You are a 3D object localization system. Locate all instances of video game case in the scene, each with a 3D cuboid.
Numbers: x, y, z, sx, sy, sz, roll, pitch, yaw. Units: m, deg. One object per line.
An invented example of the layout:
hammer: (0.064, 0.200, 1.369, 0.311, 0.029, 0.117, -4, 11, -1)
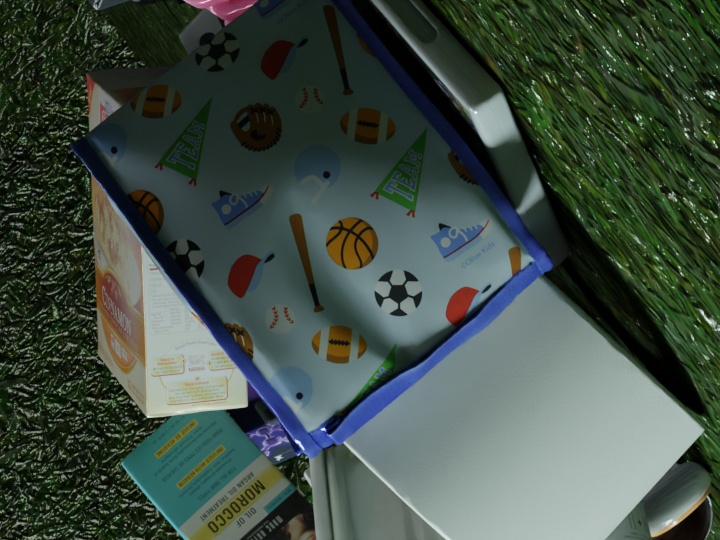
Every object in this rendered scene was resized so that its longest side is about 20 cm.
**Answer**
video game case: (0.036, -0.105, 1.514, 0.182, 0.023, 0.200, 51, 176, 28)

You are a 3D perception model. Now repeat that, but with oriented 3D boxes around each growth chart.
growth chart: (0.060, 0.154, 1.775, 0.018, 0.199, 0.145, 56, -149, -63)

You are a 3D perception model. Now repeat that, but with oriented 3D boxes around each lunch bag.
lunch bag: (-0.021, -0.026, 1.469, 0.200, 0.170, 0.124, 50, 179, 18)

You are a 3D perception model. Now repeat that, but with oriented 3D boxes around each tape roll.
tape roll: (0.073, 0.070, 1.574, 0.203, 0.139, 0.203, 42, -177, -2)

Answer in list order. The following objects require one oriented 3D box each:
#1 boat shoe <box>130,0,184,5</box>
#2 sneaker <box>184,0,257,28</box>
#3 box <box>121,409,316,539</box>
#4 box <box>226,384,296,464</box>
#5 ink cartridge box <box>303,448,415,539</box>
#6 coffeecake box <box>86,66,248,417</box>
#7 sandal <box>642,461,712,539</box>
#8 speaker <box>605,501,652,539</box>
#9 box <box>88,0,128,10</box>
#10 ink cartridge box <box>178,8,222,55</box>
boat shoe: (-0.149, -0.250, 1.780, 0.076, 0.060, 0.201, -78, -26, -54)
sneaker: (-0.071, -0.190, 1.803, 0.200, 0.079, 0.096, 59, -166, -60)
box: (-0.076, 0.178, 1.954, 0.200, 0.082, 0.049, 44, 172, 35)
box: (-0.004, 0.047, 2.026, 0.141, 0.199, 0.079, 55, -167, -61)
ink cartridge box: (0.083, 0.134, 1.875, 0.083, 0.200, 0.147, 54, 178, 36)
coffeecake box: (-0.129, -0.023, 1.879, 0.153, 0.073, 0.201, -140, 47, -68)
sandal: (0.188, 0.162, 1.783, 0.059, 0.079, 0.207, 52, 174, -3)
speaker: (0.127, 0.132, 1.688, 0.081, 0.081, 0.201, 58, -163, -61)
box: (-0.172, -0.276, 1.636, 0.200, 0.049, 0.161, 51, 139, 22)
ink cartridge box: (-0.069, -0.122, 1.976, 0.201, 0.043, 0.198, 62, -174, 8)
